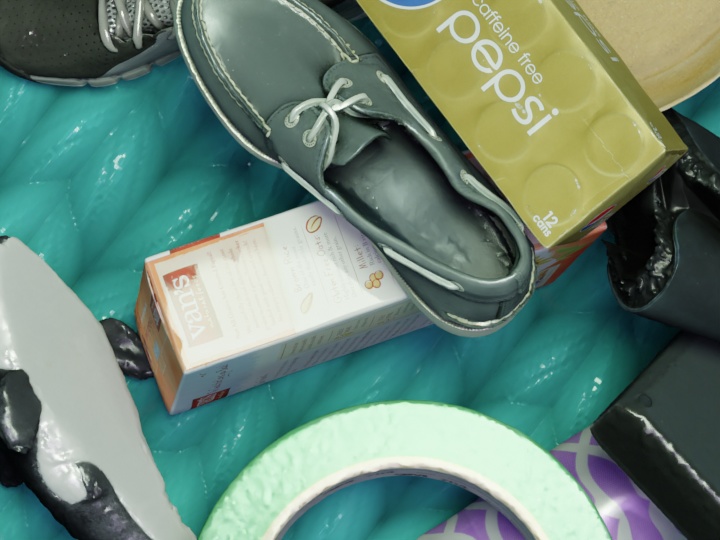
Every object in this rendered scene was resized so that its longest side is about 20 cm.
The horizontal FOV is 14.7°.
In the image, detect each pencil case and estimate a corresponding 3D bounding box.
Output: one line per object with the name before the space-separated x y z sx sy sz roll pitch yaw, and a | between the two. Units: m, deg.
pencil case | 0.106 0.125 1.317 0.199 0.084 0.086 -30 129 -5

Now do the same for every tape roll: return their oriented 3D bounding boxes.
tape roll | 0.019 0.159 1.243 0.199 0.048 0.202 0 82 -1

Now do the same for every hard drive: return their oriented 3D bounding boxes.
hard drive | 0.204 0.069 1.277 0.140 0.033 0.200 47 43 3

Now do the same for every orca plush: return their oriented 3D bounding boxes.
orca plush | -0.134 0.082 1.302 0.200 0.071 0.105 49 40 -16

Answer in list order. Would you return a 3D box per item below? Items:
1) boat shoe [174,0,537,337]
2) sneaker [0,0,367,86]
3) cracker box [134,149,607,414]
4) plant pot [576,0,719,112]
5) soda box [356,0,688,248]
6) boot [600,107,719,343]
boat shoe | 0.000 -0.058 1.172 0.073 0.062 0.200 -41 86 -12
sneaker | -0.076 -0.136 1.259 0.199 0.115 0.076 -14 90 -4
cracker box | 0.000 0.000 1.261 0.199 0.134 0.058 -19 83 -10
plant pot | 0.096 -0.162 1.210 0.199 0.027 0.202 1 94 16
soda box | 0.050 -0.108 1.178 0.068 0.064 0.200 -39 83 14
boot | 0.194 -0.039 1.270 0.167 0.076 0.201 27 53 -22
